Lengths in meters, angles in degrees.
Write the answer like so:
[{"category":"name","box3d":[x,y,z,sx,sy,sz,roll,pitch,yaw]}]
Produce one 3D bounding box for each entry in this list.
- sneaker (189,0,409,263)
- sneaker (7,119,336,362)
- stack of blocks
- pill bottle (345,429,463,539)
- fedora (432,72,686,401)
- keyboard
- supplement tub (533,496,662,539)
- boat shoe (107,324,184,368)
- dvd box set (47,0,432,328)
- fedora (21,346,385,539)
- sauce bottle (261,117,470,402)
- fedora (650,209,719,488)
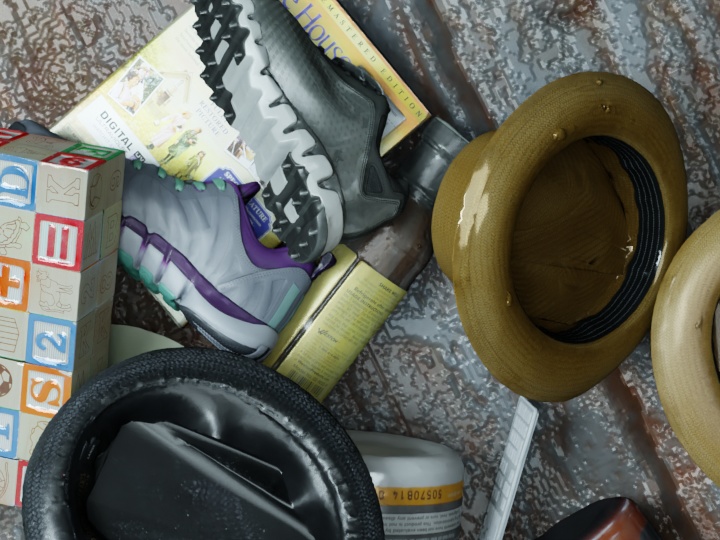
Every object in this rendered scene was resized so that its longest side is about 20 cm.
[{"category":"sneaker","box3d":[-0.032,-0.101,1.122,0.090,0.066,0.200,-12,70,-31]},{"category":"sneaker","box3d":[-0.112,-0.036,1.130,0.200,0.074,0.088,40,81,2]},{"category":"stack of blocks","box3d":[-0.202,0.025,1.085,0.115,0.059,0.201,10,106,12]},{"category":"pill bottle","box3d":[-0.003,0.199,1.141,0.116,0.116,0.201,5,93,2]},{"category":"fedora","box3d":[0.103,-0.024,1.108,0.082,0.200,0.201,19,95,43]},{"category":"keyboard","box3d":[0.074,0.174,1.165,0.011,0.056,0.200,16,94,1]},{"category":"supplement tub","box3d":[0.170,0.240,1.140,0.107,0.107,0.200,-35,90,4]},{"category":"boat shoe","box3d":[-0.161,0.068,1.161,0.200,0.063,0.071,20,66,5]},{"category":"dvd box set","box3d":[-0.078,-0.084,1.171,0.200,0.029,0.146,-41,90,5]},{"category":"fedora","box3d":[-0.087,0.144,1.063,0.200,0.092,0.201,3,71,-9]},{"category":"sauce bottle","box3d":[0.000,0.000,1.156,0.065,0.065,0.200,40,94,0]},{"category":"fedora","box3d":[0.261,0.046,1.137,0.200,0.082,0.201,0,94,2]}]
